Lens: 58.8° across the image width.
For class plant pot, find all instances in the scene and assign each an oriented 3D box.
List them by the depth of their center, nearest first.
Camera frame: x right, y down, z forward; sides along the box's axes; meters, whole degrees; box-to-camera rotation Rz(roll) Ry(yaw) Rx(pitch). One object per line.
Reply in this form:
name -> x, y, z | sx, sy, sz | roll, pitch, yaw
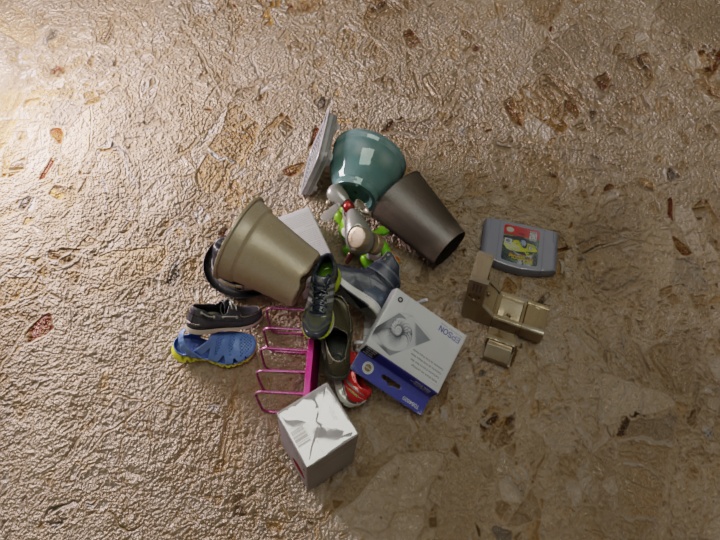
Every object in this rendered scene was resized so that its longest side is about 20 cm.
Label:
plant pot -> -0.192, -0.025, 1.392 | 0.181, 0.201, 0.203 | 30, 62, 1
plant pot -> 0.003, -0.234, 1.607 | 0.195, 0.202, 0.137 | 18, 61, 7

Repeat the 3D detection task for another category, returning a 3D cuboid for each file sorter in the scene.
file sorter -> -0.156, 0.198, 1.394 | 0.122, 0.140, 0.205 | 2, 60, 2

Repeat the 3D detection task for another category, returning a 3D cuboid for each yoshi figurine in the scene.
yoshi figurine -> 0.009, -0.071, 1.584 | 0.111, 0.112, 0.201 | -28, 76, -44

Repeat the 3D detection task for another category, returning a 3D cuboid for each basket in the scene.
basket -> 0.154, -0.122, 1.596 | 0.179, 0.137, 0.200 | -34, 71, -28

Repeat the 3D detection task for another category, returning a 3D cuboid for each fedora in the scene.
fedora -> -0.287, -0.033, 1.539 | 0.195, 0.092, 0.205 | 2, 60, -3

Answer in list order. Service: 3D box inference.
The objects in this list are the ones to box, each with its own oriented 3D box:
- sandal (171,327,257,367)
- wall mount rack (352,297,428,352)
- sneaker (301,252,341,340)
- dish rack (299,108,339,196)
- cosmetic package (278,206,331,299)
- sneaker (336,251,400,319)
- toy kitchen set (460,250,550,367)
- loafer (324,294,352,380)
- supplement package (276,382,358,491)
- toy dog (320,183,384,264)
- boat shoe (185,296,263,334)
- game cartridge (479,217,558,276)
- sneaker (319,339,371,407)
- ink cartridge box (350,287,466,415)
sandal -> -0.330, 0.167, 1.431 | 0.194, 0.088, 0.081 | -1, 58, -6
wall mount rack -> 0.069, 0.129, 1.480 | 0.169, 0.075, 0.205 | 4, 61, -2
sneaker -> -0.087, 0.051, 1.348 | 0.072, 0.082, 0.204 | 2, 55, 7
dish rack -> -0.103, -0.296, 1.647 | 0.043, 0.200, 0.175 | 17, 59, -13
cosmetic package -> -0.133, -0.045, 1.568 | 0.099, 0.072, 0.203 | -19, 63, -14
sneaker -> 0.000, 0.001, 1.470 | 0.200, 0.077, 0.147 | 34, 67, 16
toy kitchen set -> 0.328, 0.099, 1.449 | 0.195, 0.182, 0.166 | 18, 62, 12
loafer -> -0.047, 0.133, 1.380 | 0.073, 0.070, 0.204 | -1, 56, -9
supplement package -> -0.086, 0.338, 1.281 | 0.118, 0.202, 0.122 | -28, 65, -19
toy dog -> -0.030, -0.095, 1.452 | 0.096, 0.131, 0.202 | -43, 39, 17
boat shoe -> -0.300, 0.095, 1.437 | 0.197, 0.064, 0.072 | -8, 23, -44
game cartridge -> 0.403, -0.054, 1.625 | 0.194, 0.041, 0.136 | 12, 65, 3
sneaker -> -0.027, 0.200, 1.423 | 0.084, 0.077, 0.204 | -28, 72, 18
ink cartridge box -> 0.106, 0.176, 1.388 | 0.197, 0.041, 0.203 | 32, 76, -7
